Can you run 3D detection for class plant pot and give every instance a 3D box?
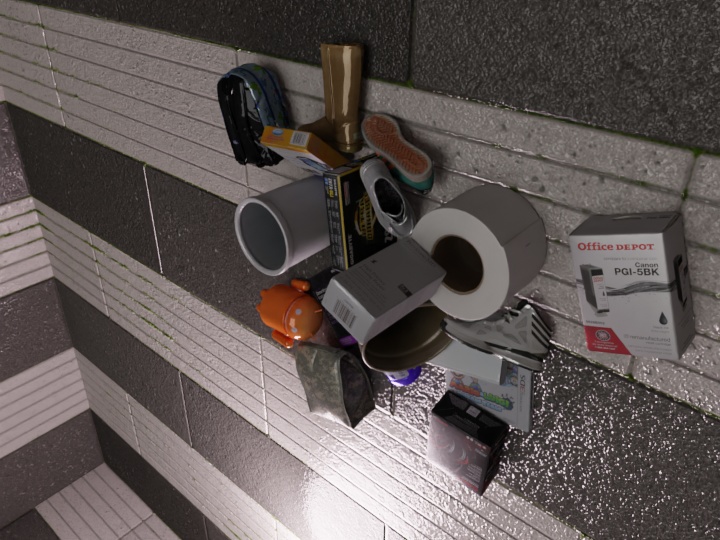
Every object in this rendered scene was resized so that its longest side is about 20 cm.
[{"bbox_3d":[0.070,0.070,1.207,0.201,0.198,0.175,111,147,-41],"label":"plant pot"}]

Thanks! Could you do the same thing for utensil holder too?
[{"bbox_3d":[-0.144,-0.106,1.331,0.169,0.199,0.172,24,128,34],"label":"utensil holder"}]

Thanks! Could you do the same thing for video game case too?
[{"bbox_3d":[0.258,0.215,1.242,0.198,0.024,0.184,16,122,39],"label":"video game case"}]

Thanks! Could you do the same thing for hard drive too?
[{"bbox_3d":[0.201,0.136,1.218,0.198,0.026,0.134,11,98,40],"label":"hard drive"}]

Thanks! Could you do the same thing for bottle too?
[{"bbox_3d":[0.055,0.163,1.353,0.083,0.065,0.201,-18,112,44],"label":"bottle"}]

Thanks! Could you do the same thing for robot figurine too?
[{"bbox_3d":[-0.174,0.103,1.542,0.199,0.144,0.117,21,147,37],"label":"robot figurine"}]

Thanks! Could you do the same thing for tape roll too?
[{"bbox_3d":[0.204,-0.034,1.069,0.201,0.139,0.205,22,126,34],"label":"tape roll"}]

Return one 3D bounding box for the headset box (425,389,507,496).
[{"bbox_3d":[0.223,0.377,1.312,0.148,0.075,0.202,28,138,29],"label":"headset box"}]

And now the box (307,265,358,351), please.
[{"bbox_3d":[-0.034,0.083,1.452,0.142,0.036,0.202,-28,90,49],"label":"box"}]

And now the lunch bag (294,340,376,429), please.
[{"bbox_3d":[-0.067,0.267,1.526,0.163,0.117,0.202,8,122,43],"label":"lunch bag"}]

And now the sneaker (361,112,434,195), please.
[{"bbox_3d":[0.068,-0.216,1.154,0.201,0.071,0.080,53,173,32],"label":"sneaker"}]

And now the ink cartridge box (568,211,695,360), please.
[{"bbox_3d":[0.413,0.023,0.934,0.146,0.083,0.202,0,113,46],"label":"ink cartridge box"}]

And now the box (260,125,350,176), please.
[{"bbox_3d":[-0.098,-0.233,1.248,0.118,0.199,0.042,16,88,30],"label":"box"}]

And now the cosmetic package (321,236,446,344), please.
[{"bbox_3d":[0.042,0.028,1.010,0.102,0.199,0.074,43,136,17],"label":"cosmetic package"}]

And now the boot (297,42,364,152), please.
[{"bbox_3d":[-0.063,-0.350,1.222,0.173,0.066,0.202,15,121,29],"label":"boot"}]

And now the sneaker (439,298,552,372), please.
[{"bbox_3d":[0.252,0.097,1.117,0.198,0.076,0.117,20,92,6],"label":"sneaker"}]

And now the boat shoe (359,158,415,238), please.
[{"bbox_3d":[0.062,-0.122,1.159,0.069,0.071,0.201,-112,-2,-46],"label":"boat shoe"}]

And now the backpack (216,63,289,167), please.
[{"bbox_3d":[-0.237,-0.349,1.348,0.162,0.154,0.201,12,142,43],"label":"backpack"}]

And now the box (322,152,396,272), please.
[{"bbox_3d":[0.004,-0.116,1.208,0.049,0.159,0.202,16,122,37],"label":"box"}]
